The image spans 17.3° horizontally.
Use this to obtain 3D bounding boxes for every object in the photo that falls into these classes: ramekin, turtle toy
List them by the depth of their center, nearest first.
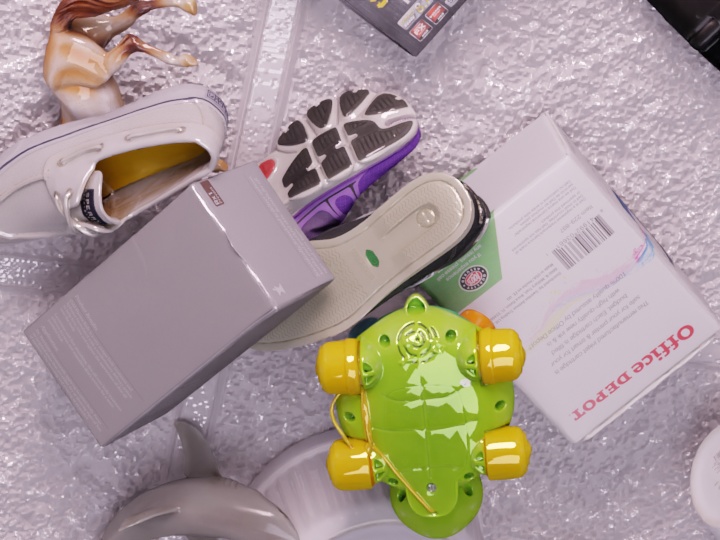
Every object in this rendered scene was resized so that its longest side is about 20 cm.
[{"bbox_3d":[0.047,0.106,1.674,0.145,0.101,0.200,-4,113,4],"label":"turtle toy"},{"bbox_3d":[0.005,0.230,1.808,0.200,0.105,0.200,-5,118,-9],"label":"ramekin"}]

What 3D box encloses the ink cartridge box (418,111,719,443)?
[{"bbox_3d":[0.147,0.008,1.734,0.145,0.088,0.200,-39,116,10],"label":"ink cartridge box"}]

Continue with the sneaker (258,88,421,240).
[{"bbox_3d":[-0.033,-0.052,1.685,0.200,0.081,0.083,-37,132,19],"label":"sneaker"}]

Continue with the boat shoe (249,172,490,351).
[{"bbox_3d":[0.000,0.000,1.653,0.200,0.068,0.072,-29,80,15],"label":"boat shoe"}]

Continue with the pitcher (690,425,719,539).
[{"bbox_3d":[0.349,0.192,1.864,0.200,0.121,0.172,13,129,-30],"label":"pitcher"}]

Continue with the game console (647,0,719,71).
[{"bbox_3d":[0.292,-0.247,1.672,0.200,0.116,0.176,-45,87,11],"label":"game console"}]

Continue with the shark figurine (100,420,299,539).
[{"bbox_3d":[-0.163,0.201,1.761,0.214,0.089,0.128,-34,82,26],"label":"shark figurine"}]

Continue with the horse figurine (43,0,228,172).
[{"bbox_3d":[-0.169,-0.121,1.616,0.132,0.050,0.200,-2,127,9],"label":"horse figurine"}]

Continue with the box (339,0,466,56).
[{"bbox_3d":[0.041,-0.268,1.591,0.158,0.048,0.200,36,105,-26],"label":"box"}]

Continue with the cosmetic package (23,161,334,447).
[{"bbox_3d":[-0.127,0.024,1.630,0.200,0.090,0.107,-36,85,31],"label":"cosmetic package"}]

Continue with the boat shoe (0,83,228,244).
[{"bbox_3d":[-0.180,-0.058,1.591,0.200,0.070,0.071,-20,127,15],"label":"boat shoe"}]
